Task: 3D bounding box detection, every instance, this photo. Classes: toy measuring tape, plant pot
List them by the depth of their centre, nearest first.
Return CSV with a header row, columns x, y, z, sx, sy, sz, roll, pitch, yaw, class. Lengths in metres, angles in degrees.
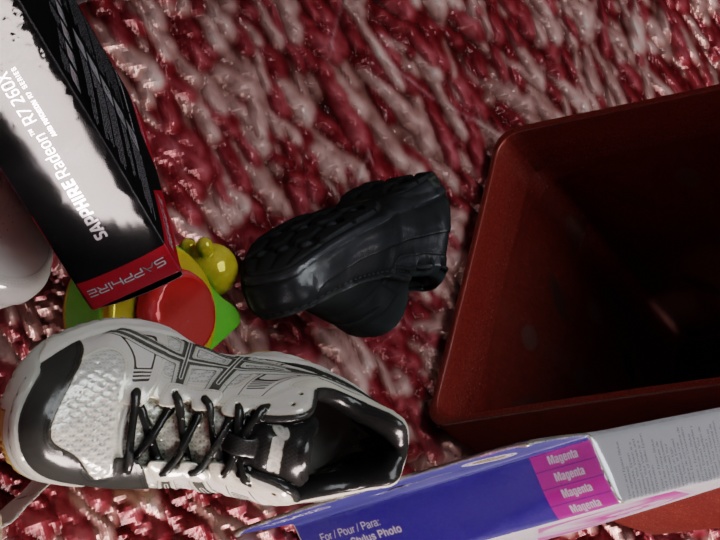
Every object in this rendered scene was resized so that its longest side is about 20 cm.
x,y,z,sx,sy,sz,roll,pitch,yaw,class
-0.125,0.040,1.303,0.200,0.073,0.074,-43,107,-37,toy measuring tape
0.182,0.036,1.549,0.176,0.199,0.201,47,45,-39,plant pot

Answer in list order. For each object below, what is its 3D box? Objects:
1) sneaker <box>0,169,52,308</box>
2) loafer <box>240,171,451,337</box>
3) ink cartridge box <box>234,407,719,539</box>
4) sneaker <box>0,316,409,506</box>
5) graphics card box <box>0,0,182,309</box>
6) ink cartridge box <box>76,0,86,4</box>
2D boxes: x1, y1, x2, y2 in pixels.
x,y,z,sx,sy,sz,roll,pitch,yaw,class
-0.198,-0.059,1.248,0.200,0.080,0.077,46,45,-27,sneaker
0.000,0.000,1.427,0.200,0.068,0.071,-28,106,-65,loafer
0.075,0.112,1.386,0.199,0.196,0.044,-7,80,-48,ink cartridge box
-0.063,0.066,1.264,0.199,0.087,0.076,1,100,-40,sneaker
-0.146,-0.092,1.252,0.200,0.051,0.126,63,6,-45,graphics card box
-0.120,-0.242,1.345,0.084,0.145,0.201,-72,139,-86,ink cartridge box
